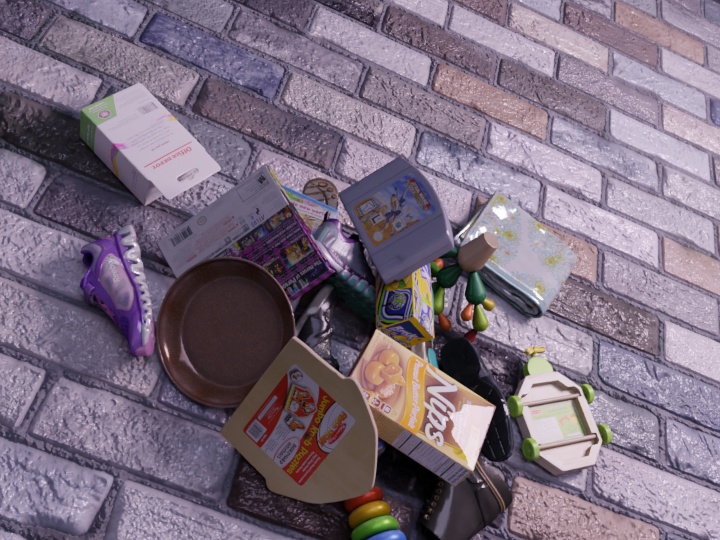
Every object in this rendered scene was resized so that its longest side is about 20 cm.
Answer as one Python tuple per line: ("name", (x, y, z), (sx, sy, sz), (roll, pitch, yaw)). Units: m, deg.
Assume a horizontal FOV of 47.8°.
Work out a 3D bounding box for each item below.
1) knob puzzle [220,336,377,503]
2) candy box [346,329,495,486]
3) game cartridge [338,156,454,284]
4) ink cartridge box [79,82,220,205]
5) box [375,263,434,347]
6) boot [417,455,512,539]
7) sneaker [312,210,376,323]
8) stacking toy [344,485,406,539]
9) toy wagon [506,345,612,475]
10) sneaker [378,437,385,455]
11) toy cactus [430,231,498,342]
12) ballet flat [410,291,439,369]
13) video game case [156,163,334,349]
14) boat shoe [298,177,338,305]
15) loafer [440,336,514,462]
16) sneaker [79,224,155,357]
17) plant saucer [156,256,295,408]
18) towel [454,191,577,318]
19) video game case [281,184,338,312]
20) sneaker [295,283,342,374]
("knob puzzle", (-0.059, 0.212, 1.050), (0.219, 0.220, 0.030), (43, 18, 8))
("candy box", (0.073, 0.182, 1.089), (0.199, 0.055, 0.116), (32, 47, 0))
("game cartridge", (0.055, -0.083, 1.206), (0.132, 0.042, 0.201), (-33, 48, 6))
("ink cartridge box", (-0.322, -0.182, 1.247), (0.200, 0.067, 0.117), (45, 53, 10))
("box", (0.064, 0.009, 1.207), (0.070, 0.064, 0.202), (46, 34, -44))
("boot", (0.104, 0.289, 1.127), (0.138, 0.078, 0.200), (-37, 77, -31))
("sneaker", (0.000, 0.000, 1.215), (0.200, 0.074, 0.088), (46, 59, -34))
("stacking toy", (0.020, 0.335, 1.060), (0.084, 0.086, 0.201), (-5, 57, -25))
("toy wagon", (0.302, 0.216, 1.276), (0.154, 0.040, 0.202), (-4, 60, -25))
("sneaker", (0.022, 0.186, 1.149), (0.078, 0.076, 0.201), (32, 47, -3))
("toy cactus", (0.158, 0.001, 1.281), (0.102, 0.165, 0.201), (-12, 66, -49))
("ballet flat", (0.086, 0.118, 1.232), (0.069, 0.069, 0.202), (5, 66, -20))
("video game case", (-0.164, -0.019, 1.145), (0.199, 0.036, 0.182), (-35, 78, 7))
("boat shoe", (-0.073, -0.039, 1.261), (0.071, 0.068, 0.202), (10, 74, -6))
("loafer", (0.183, 0.193, 1.203), (0.072, 0.072, 0.201), (42, 25, -50))
("sneaker", (-0.333, 0.033, 1.106), (0.088, 0.081, 0.202), (-11, 59, -21))
("plant saucer", (-0.179, 0.084, 1.104), (0.198, 0.037, 0.203), (-1, 85, 12))
("towel", (0.271, -0.032, 1.416), (0.200, 0.048, 0.171), (40, 54, 5))
("video game case", (-0.135, -0.028, 1.206), (0.142, 0.018, 0.202), (24, 76, 1))
("sneaker", (-0.058, 0.121, 1.160), (0.113, 0.076, 0.201), (28, 59, -8))
